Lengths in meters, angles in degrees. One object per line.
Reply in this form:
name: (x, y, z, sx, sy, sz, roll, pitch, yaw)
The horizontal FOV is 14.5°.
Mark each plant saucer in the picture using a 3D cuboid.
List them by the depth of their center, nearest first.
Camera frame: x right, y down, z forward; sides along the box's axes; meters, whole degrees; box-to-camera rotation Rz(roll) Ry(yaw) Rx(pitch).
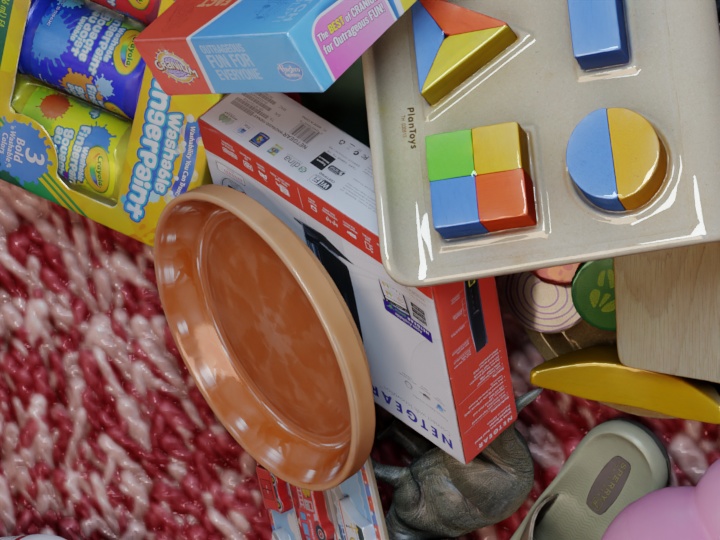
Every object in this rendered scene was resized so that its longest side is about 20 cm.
plant saucer: (-0.055, 0.039, 1.718, 0.200, 0.032, 0.201, 39, 144, 36)

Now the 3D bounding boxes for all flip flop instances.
flip flop: (0.132, 0.182, 1.780, 0.081, 0.058, 0.200, 34, 120, 11)

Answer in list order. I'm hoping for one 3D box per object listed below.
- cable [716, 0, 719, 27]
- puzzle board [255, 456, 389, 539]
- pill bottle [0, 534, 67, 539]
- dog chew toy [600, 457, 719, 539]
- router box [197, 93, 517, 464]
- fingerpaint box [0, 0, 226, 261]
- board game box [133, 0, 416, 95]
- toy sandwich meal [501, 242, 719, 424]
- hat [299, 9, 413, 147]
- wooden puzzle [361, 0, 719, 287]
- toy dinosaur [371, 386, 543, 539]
cable: (0.199, -0.196, 1.597, 0.163, 0.051, 0.200, -18, 98, 31)
puzzle board: (-0.029, 0.146, 1.810, 0.151, 0.017, 0.201, 11, 118, 60)
pill bottle: (-0.252, 0.242, 1.961, 0.200, 0.112, 0.113, -7, 106, 28)
dog chew toy: (0.236, 0.162, 1.689, 0.200, 0.125, 0.125, -39, 90, 19)
router box: (0.000, 0.000, 1.699, 0.200, 0.049, 0.180, 33, 151, 34)
fingerpaint box: (-0.147, -0.132, 1.785, 0.167, 0.073, 0.200, 24, 118, 16)
board game box: (-0.012, -0.174, 1.576, 0.153, 0.200, 0.040, 3, 132, 52)
toy sandwich meal: (0.172, 0.011, 1.686, 0.205, 0.070, 0.206, 10, 113, 23)
hat: (0.079, -0.123, 1.710, 0.200, 0.176, 0.166, 58, 150, 24)
wooden puzzle: (0.101, -0.095, 1.558, 0.199, 0.046, 0.186, -8, 75, 9)
toy dinosaur: (0.064, 0.130, 1.797, 0.102, 0.077, 0.200, 43, 118, -9)
